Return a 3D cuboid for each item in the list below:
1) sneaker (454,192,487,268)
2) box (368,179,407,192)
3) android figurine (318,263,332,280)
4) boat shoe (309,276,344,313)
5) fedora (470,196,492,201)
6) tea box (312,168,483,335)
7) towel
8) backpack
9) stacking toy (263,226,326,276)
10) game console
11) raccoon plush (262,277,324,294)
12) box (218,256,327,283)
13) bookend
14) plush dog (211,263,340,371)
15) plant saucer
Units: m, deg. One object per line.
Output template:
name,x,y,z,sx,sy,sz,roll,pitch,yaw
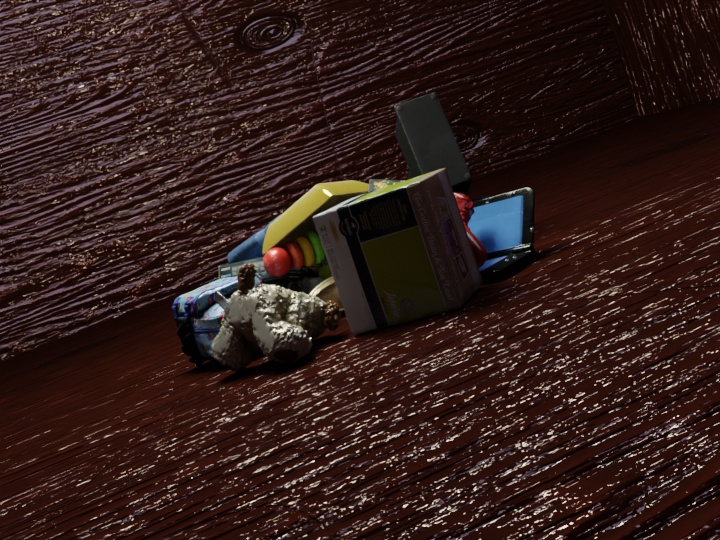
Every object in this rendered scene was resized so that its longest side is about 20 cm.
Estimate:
sneaker,0.171,-0.082,1.555,0.115,0.079,0.200,-20,47,-30
box,0.078,-0.099,1.670,0.135,0.038,0.201,3,35,2
android figurine,0.000,0.000,1.791,0.199,0.041,0.182,-26,-20,13
boat shoe,-0.002,0.031,1.687,0.199,0.075,0.066,-22,2,-19
fedora,0.195,-0.069,1.797,0.199,0.092,0.201,-26,10,5
tea box,0.061,-0.030,1.446,0.195,0.202,0.134,-15,9,27
towel,-0.181,-0.056,1.936,0.199,0.049,0.111,-32,-26,29
backpack,-0.223,0.085,1.646,0.182,0.136,0.199,-23,9,-30
stacking toy,-0.092,-0.044,1.739,0.199,0.086,0.085,-22,7,-23
game console,0.192,-0.049,1.583,0.199,0.117,0.175,-14,9,45
raccoon plush,-0.134,0.063,1.819,0.198,0.098,0.134,-7,2,22
box,-0.168,0.004,1.868,0.158,0.046,0.199,3,-9,-43
bookend,0.141,-0.222,1.890,0.091,0.200,0.200,-19,-16,-6
plush dog,-0.128,0.077,1.485,0.199,0.162,0.171,-15,-15,40
plant saucer,-0.083,-0.112,1.775,0.199,0.049,0.200,-37,-10,27
